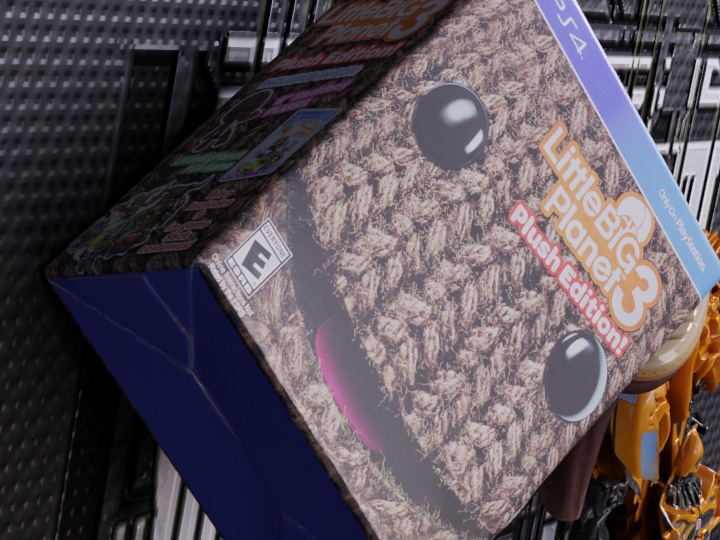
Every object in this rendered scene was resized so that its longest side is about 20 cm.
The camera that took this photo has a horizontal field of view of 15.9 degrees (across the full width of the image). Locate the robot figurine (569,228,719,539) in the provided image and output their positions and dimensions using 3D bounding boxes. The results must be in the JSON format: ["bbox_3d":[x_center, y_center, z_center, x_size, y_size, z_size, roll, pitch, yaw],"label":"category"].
[{"bbox_3d":[0.163,0.085,1.402,0.145,0.058,0.201,-40,137,-47],"label":"robot figurine"}]

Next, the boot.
[{"bbox_3d":[0.111,0.049,1.194,0.200,0.072,0.167,-100,-169,-60],"label":"boot"}]

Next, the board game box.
[{"bbox_3d":[0.014,0.001,0.944,0.200,0.097,0.160,-46,115,-31],"label":"board game box"}]
